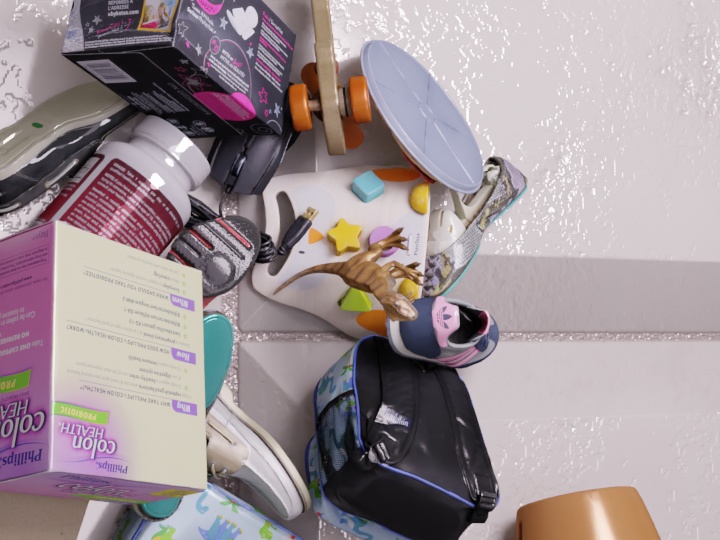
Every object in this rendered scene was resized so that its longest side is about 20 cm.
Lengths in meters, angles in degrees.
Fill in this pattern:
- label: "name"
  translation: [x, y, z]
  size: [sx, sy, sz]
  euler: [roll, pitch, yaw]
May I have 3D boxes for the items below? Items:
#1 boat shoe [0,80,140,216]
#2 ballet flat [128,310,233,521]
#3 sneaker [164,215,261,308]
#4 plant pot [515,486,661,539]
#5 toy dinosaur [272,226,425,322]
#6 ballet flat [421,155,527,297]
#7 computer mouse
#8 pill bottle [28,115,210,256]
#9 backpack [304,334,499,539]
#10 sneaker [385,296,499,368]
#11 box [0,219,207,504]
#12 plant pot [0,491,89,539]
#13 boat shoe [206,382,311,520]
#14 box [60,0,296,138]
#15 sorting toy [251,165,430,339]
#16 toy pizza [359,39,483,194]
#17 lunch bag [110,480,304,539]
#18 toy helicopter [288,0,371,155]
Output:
- label: "boat shoe"
  translation: [-0.292, -0.127, 1.150]
  size: [0.200, 0.072, 0.068]
  euler: [-39, 140, -29]
- label: "ballet flat"
  translation: [-0.179, 0.131, 1.095]
  size: [0.072, 0.072, 0.201]
  euler: [22, 77, -21]
- label: "sneaker"
  translation: [-0.185, 0.018, 1.161]
  size: [0.200, 0.087, 0.074]
  euler: [-44, 99, -13]
- label: "plant pot"
  translation: [0.253, 0.321, 1.287]
  size: [0.199, 0.200, 0.141]
  euler: [-1, 70, -24]
- label: "toy dinosaur"
  translation: [0.000, 0.000, 1.163]
  size: [0.106, 0.200, 0.061]
  euler: [-22, 112, -29]
- label: "ballet flat"
  translation: [0.113, -0.056, 1.312]
  size: [0.072, 0.072, 0.201]
  euler: [46, 63, -14]
- label: "computer mouse"
  translation: [-0.095, -0.108, 1.211]
  size: [0.140, 0.046, 0.200]
  euler: [32, 72, 5]
- label: "pill bottle"
  translation: [-0.238, -0.049, 1.130]
  size: [0.113, 0.113, 0.200]
  euler: [42, 71, -15]
- label: "backpack"
  translation: [0.030, 0.178, 1.202]
  size: [0.182, 0.147, 0.201]
  euler: [26, 35, -26]
- label: "sneaker"
  translation: [0.109, 0.064, 1.203]
  size: [0.200, 0.082, 0.071]
  euler: [5, 77, -57]
- label: "box"
  translation: [-0.222, 0.084, 0.974]
  size: [0.176, 0.096, 0.201]
  euler: [22, 58, -53]
- label: "plant pot"
  translation: [-0.345, 0.186, 1.031]
  size: [0.176, 0.200, 0.201]
  euler: [24, 76, -33]
- label: "boat shoe"
  translation: [-0.134, 0.177, 1.163]
  size: [0.068, 0.075, 0.200]
  euler: [-37, 77, -30]
- label: "box"
  translation: [-0.167, -0.217, 1.113]
  size: [0.200, 0.131, 0.115]
  euler: [36, 59, -59]
- label: "sorting toy"
  translation: [-0.022, -0.029, 1.250]
  size: [0.179, 0.107, 0.201]
  euler: [6, 83, -4]
- label: "toy pizza"
  translation: [0.062, -0.163, 1.268]
  size: [0.200, 0.032, 0.201]
  euler: [39, 30, -28]
- label: "lunch bag"
  translation: [-0.154, 0.302, 1.155]
  size: [0.200, 0.082, 0.161]
  euler: [34, 72, -18]
- label: "toy helicopter"
  translation: [-0.032, -0.213, 1.230]
  size: [0.078, 0.132, 0.201]
  euler: [-8, 69, 4]
